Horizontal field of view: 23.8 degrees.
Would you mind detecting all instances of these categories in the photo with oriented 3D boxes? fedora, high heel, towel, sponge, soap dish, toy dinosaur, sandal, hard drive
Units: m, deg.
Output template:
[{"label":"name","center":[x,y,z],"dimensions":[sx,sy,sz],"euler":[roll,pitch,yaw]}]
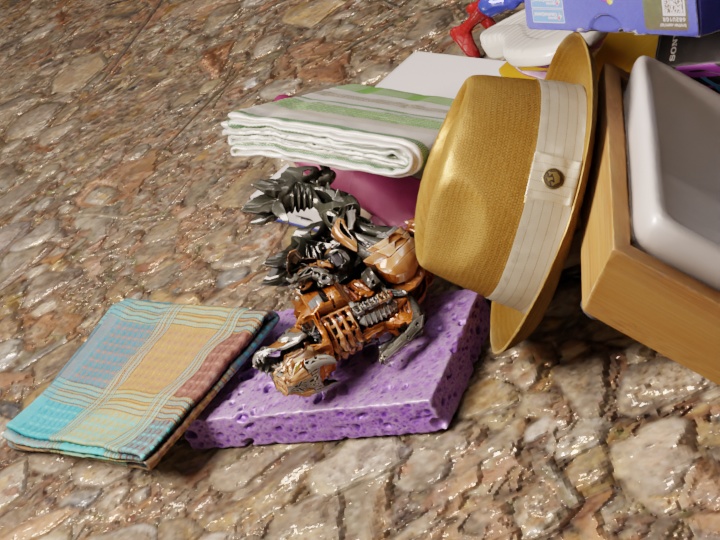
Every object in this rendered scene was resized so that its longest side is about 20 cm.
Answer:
[{"label":"fedora","center":[0.082,-0.053,1.036],"dimensions":[0.081,0.201,0.201],"euler":[13,34,-6]},{"label":"high heel","center":[0.004,-0.074,1.243],"dimensions":[0.096,0.067,0.200],"euler":[-31,56,2]},{"label":"towel","center":[-0.158,0.074,1.197],"dimensions":[0.200,0.022,0.147],"euler":[0,44,53]},{"label":"towel","center":[0.014,-0.097,1.183],"dimensions":[0.148,0.031,0.200],"euler":[12,17,24]},{"label":"sponge","center":[-0.018,0.065,1.127],"dimensions":[0.199,0.030,0.112],"euler":[-8,35,31]},{"label":"soap dish","center":[0.197,-0.022,0.972],"dimensions":[0.081,0.157,0.200],"euler":[-54,15,33]},{"label":"toy dinosaur","center":[0.000,0.000,1.117],"dimensions":[0.135,0.103,0.200],"euler":[32,41,29]},{"label":"sandal","center":[0.137,-0.155,1.186],"dimensions":[0.082,0.050,0.203],"euler":[-29,14,1]},{"label":"hard drive","center":[0.022,-0.103,1.356],"dimensions":[0.200,0.025,0.132],"euler":[-43,33,-24]}]

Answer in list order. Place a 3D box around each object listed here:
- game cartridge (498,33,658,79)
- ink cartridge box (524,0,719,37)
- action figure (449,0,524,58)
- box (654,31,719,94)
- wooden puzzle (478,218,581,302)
[{"label":"game cartridge","center":[0.198,-0.167,1.197],"dimensions":[0.200,0.032,0.176],"euler":[-41,26,11]},{"label":"ink cartridge box","center":[0.188,-0.189,1.024],"dimensions":[0.199,0.077,0.136],"euler":[-23,22,-38]},{"label":"action figure","center":[0.149,-0.242,1.372],"dimensions":[0.065,0.052,0.200],"euler":[-50,5,-40]},{"label":"box","center":[0.298,-0.114,1.038],"dimensions":[0.199,0.143,0.036],"euler":[-2,69,37]},{"label":"wooden puzzle","center":[0.153,-0.066,1.184],"dimensions":[0.199,0.037,0.185],"euler":[-23,31,9]}]
